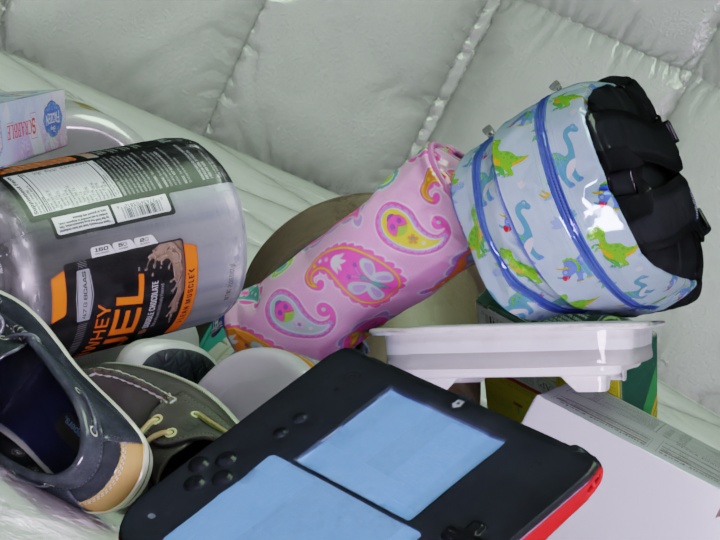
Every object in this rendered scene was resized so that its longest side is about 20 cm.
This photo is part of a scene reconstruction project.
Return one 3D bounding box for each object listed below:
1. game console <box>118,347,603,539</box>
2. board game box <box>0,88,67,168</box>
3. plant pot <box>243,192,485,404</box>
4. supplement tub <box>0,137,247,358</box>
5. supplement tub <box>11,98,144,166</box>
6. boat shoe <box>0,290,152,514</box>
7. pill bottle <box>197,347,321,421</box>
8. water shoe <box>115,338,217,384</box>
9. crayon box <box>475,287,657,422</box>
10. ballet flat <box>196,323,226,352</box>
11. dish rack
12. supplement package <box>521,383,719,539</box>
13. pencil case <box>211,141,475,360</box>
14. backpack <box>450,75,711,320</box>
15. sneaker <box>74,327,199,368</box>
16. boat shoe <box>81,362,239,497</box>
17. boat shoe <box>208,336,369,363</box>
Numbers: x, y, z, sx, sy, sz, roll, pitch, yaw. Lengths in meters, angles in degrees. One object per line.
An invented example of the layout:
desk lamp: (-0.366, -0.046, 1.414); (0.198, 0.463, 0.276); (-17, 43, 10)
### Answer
game console: (-0.006, 0.115, 1.045); (0.200, 0.177, 0.031); (23, -35, 47)
board game box: (-0.302, -0.084, 1.336); (0.199, 0.041, 0.200); (-2, 8, 7)
plant pot: (0.017, 0.067, 1.611); (0.200, 0.200, 0.175); (25, 23, -25)
supplement tub: (-0.179, -0.008, 1.312); (0.200, 0.123, 0.122); (-14, 32, -36)
supplement tub: (-0.229, -0.056, 1.633); (0.144, 0.145, 0.200); (26, 1, -15)
boat shoe: (-0.195, 0.060, 1.159); (0.200, 0.075, 0.062); (37, 3, 30)
pill bottle: (-0.010, 0.117, 1.301); (0.112, 0.112, 0.200); (31, 6, 36)
water shoe: (-0.124, 0.082, 1.363); (0.079, 0.072, 0.200); (19, -7, 24)
crayon box: (0.153, 0.096, 1.568); (0.127, 0.051, 0.200); (28, -33, 28)
ballet flat: (-0.127, 0.047, 1.545); (0.200, 0.073, 0.073); (42, 0, -21)
dish rack: (0.104, 0.053, 1.361); (0.171, 0.044, 0.200); (-2, 0, 12)
supplement package: (0.159, 0.172, 1.376); (0.150, 0.152, 0.200); (27, 6, 11)
pencil case: (0.000, 0.000, 1.388); (0.087, 0.200, 0.088); (41, 27, -26)
backpack: (0.138, -0.040, 1.319); (0.153, 0.164, 0.200); (-17, 0, 4)
sneaker: (-0.208, 0.035, 1.423); (0.200, 0.075, 0.088); (24, -11, -40)
boat shoe: (-0.092, 0.109, 1.185); (0.201, 0.072, 0.061); (32, 3, 23)
boat shoe: (-0.032, 0.047, 1.506); (0.072, 0.200, 0.072); (39, -15, 23)
